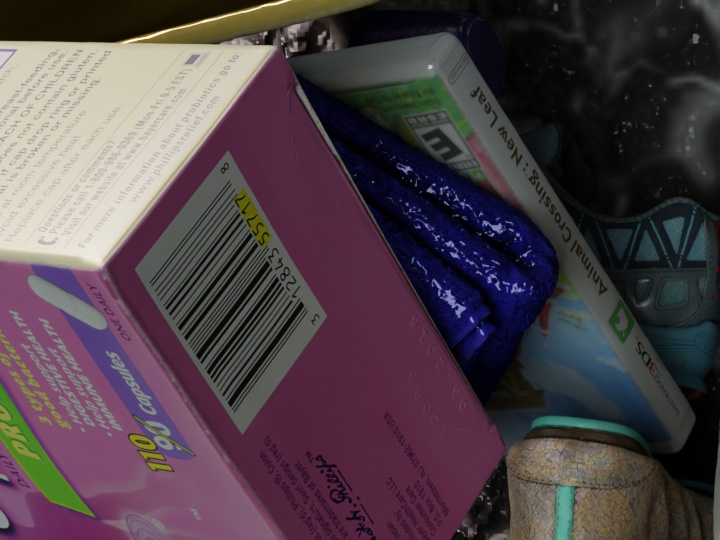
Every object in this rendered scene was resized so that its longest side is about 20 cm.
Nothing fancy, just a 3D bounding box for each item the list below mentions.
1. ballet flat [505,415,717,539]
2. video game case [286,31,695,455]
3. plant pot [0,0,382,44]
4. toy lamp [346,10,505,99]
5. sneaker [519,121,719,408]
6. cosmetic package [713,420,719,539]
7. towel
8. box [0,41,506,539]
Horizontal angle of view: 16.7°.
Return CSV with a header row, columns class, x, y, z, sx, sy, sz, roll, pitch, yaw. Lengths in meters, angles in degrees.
class,x,y,z,sx,sy,sz,roll,pitch,yaw
ballet flat,0.090,0.100,0.871,0.068,0.200,0.068,1,78,23
video game case,0.000,0.000,0.889,0.199,0.022,0.182,-5,130,43
plant pot,-0.052,-0.179,0.893,0.195,0.200,0.195,-11,94,27
toy lamp,-0.036,-0.066,0.989,0.199,0.058,0.059,-9,95,29
sneaker,0.054,-0.013,0.955,0.199,0.079,0.096,17,85,23
cosmetic package,0.232,0.082,0.862,0.199,0.087,0.104,8,103,24
towel,-0.021,0.019,0.867,0.147,0.050,0.200,31,147,4
box,-0.084,0.022,0.799,0.199,0.097,0.176,6,138,41
